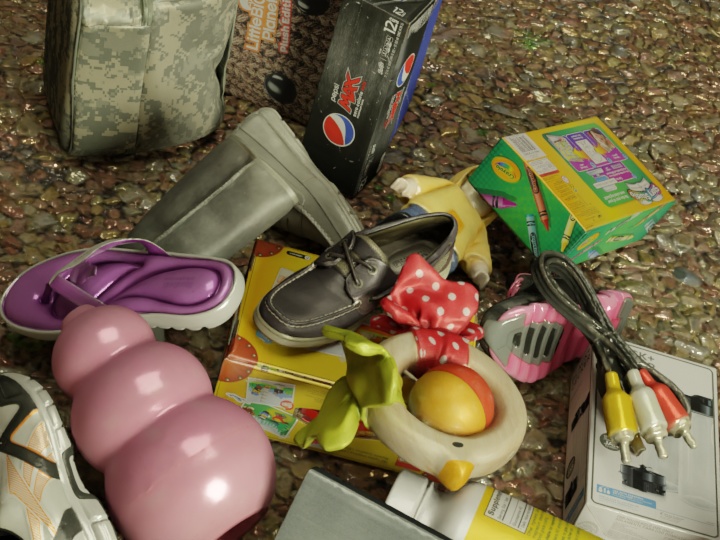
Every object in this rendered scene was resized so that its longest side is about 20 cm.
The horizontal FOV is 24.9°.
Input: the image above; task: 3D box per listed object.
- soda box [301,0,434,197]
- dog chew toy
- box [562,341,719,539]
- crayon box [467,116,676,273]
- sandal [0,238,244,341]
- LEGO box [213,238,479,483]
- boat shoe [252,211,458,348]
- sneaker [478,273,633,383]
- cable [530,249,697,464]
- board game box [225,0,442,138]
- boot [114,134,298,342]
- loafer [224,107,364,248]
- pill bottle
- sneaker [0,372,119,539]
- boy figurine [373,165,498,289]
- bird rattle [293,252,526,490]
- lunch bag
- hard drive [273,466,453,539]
[{"bbox_3d":[0.003,-0.171,1.497,0.070,0.201,0.063,29,39,12],"label":"soda box"},{"bbox_3d":[-0.149,0.109,1.164,0.124,0.125,0.200,-25,71,-40],"label":"dog chew toy"},{"bbox_3d":[0.229,0.151,1.330,0.116,0.060,0.201,17,40,-2],"label":"box"},{"bbox_3d":[0.201,-0.075,1.522,0.119,0.058,0.199,50,32,16],"label":"crayon box"},{"bbox_3d":[-0.185,0.005,1.231,0.201,0.050,0.083,-4,51,17],"label":"sandal"},{"bbox_3d":[-0.010,0.072,1.315,0.198,0.078,0.149,15,40,-4],"label":"LEGO box"},{"bbox_3d":[0.000,0.000,1.287,0.199,0.065,0.072,-21,55,-37],"label":"boat shoe"},{"bbox_3d":[0.151,0.037,1.409,0.095,0.079,0.199,36,23,31],"label":"sneaker"},{"bbox_3d":[0.210,0.064,1.306,0.096,0.050,0.201,-6,64,-29],"label":"cable"},{"bbox_3d":[-0.036,-0.233,1.585,0.199,0.160,0.097,21,40,5],"label":"board game box"},{"bbox_3d":[-0.132,-0.001,1.298,0.199,0.073,0.182,-31,58,-14],"label":"boot"},{"bbox_3d":[-0.055,-0.060,1.466,0.070,0.070,0.200,-37,63,-3],"label":"loafer"},{"bbox_3d":[0.103,0.221,1.163,0.199,0.113,0.113,24,40,7],"label":"pill bottle"},{"bbox_3d":[-0.238,0.151,1.143,0.080,0.074,0.200,-13,49,-29],"label":"sneaker"},{"bbox_3d":[0.081,-0.039,1.471,0.125,0.064,0.200,52,34,3],"label":"boy figurine"},{"bbox_3d":[0.048,0.088,1.202,0.163,0.113,0.200,40,31,17],"label":"bird rattle"},{"bbox_3d":[-0.193,-0.207,1.471,0.166,0.201,0.140,-4,47,-19],"label":"lunch bag"},{"bbox_3d":[0.024,0.241,1.101,0.199,0.140,0.033,27,3,10],"label":"hard drive"}]
